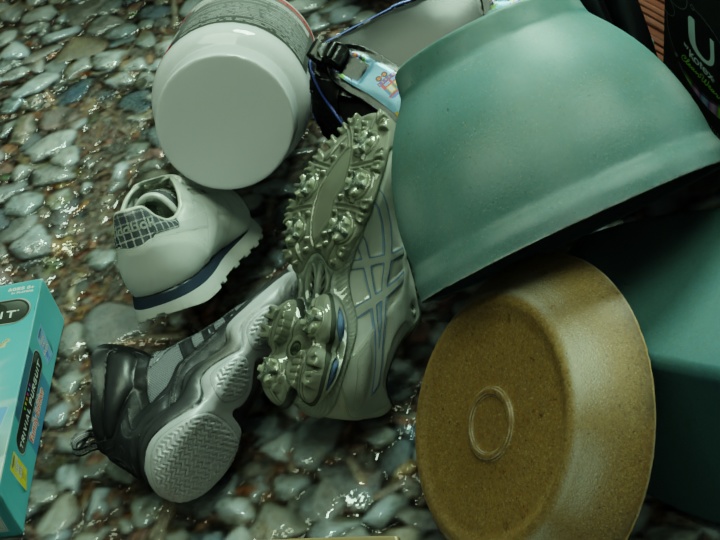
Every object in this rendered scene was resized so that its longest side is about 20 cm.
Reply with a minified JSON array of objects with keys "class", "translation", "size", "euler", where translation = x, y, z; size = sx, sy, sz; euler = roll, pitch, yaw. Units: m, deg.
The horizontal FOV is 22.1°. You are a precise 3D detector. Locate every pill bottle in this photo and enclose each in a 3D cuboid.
[{"class":"pill bottle","translation":[-0.091,-0.133,1.338],"size":[0.114,0.114,0.200],"euler":[-14,18,6]}]

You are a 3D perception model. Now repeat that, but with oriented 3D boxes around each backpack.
[{"class":"backpack","translation":[0.079,-0.090,1.259],"size":[0.182,0.135,0.200],"euler":[-29,74,-11]}]

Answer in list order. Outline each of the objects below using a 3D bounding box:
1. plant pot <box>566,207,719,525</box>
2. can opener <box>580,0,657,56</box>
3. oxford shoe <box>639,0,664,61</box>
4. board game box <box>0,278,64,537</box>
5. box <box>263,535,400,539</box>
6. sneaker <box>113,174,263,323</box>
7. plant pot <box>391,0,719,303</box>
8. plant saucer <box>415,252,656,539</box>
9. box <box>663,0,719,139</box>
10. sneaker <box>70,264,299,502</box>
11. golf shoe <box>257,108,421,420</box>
[{"class":"plant pot","translation":[0.199,0.052,1.062],"size":[0.200,0.141,0.141],"euler":[10,47,43]},{"class":"can opener","translation":[0.162,-0.148,1.157],"size":[0.079,0.200,0.063],"euler":[-4,36,36]},{"class":"oxford shoe","translation":[0.208,-0.191,1.307],"size":[0.071,0.074,0.200],"euler":[33,63,-9]},{"class":"board game box","translation":[-0.294,0.100,1.259],"size":[0.151,0.047,0.200],"euler":[-10,42,10]},{"class":"box","translation":[-0.066,0.229,0.978],"size":[0.163,0.021,0.200],"euler":[-4,44,16]},{"class":"sneaker","translation":[-0.123,-0.034,1.280],"size":[0.076,0.081,0.200],"euler":[-23,14,12]},{"class":"plant pot","translation":[0.100,-0.082,1.089],"size":[0.200,0.200,0.134],"euler":[-24,86,-2]},{"class":"plant saucer","translation":[0.085,0.087,1.031],"size":[0.035,0.200,0.200],"euler":[8,28,-33]},{"class":"box","translation":[0.272,-0.155,1.106],"size":[0.124,0.200,0.149],"euler":[-29,59,-10]},{"class":"sneaker","translation":[-0.108,0.059,1.212],"size":[0.114,0.076,0.200],"euler":[13,50,33]},{"class":"golf shoe","translation":[0.000,0.000,1.182],"size":[0.078,0.097,0.200],"euler":[4,76,51]}]
